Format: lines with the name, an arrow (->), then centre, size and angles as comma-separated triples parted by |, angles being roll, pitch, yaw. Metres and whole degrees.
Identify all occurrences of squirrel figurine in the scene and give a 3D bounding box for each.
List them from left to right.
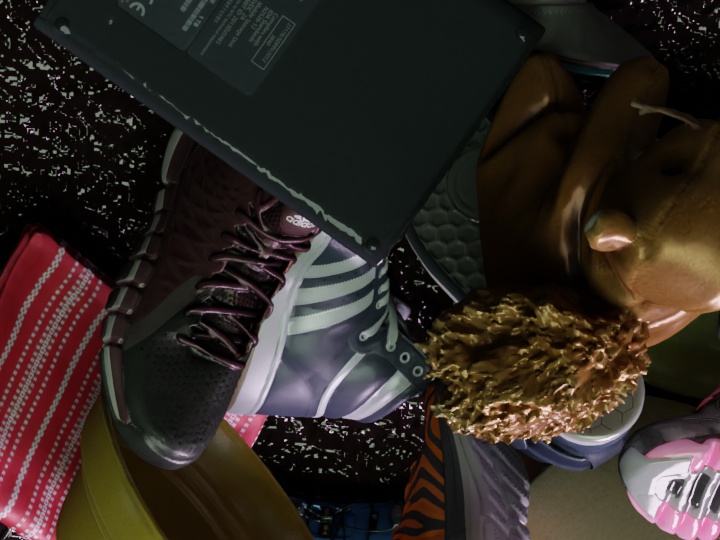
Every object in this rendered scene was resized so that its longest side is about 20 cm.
squirrel figurine -> 0.118, 0.004, 1.269 | 0.141, 0.187, 0.200 | 33, 90, -15

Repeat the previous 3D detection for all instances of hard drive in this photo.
hard drive -> -0.033, -0.114, 1.314 | 0.200, 0.033, 0.140 | 35, 91, -4

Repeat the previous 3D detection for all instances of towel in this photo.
towel -> -0.140, 0.083, 1.487 | 0.022, 0.145, 0.200 | 6, 154, 49

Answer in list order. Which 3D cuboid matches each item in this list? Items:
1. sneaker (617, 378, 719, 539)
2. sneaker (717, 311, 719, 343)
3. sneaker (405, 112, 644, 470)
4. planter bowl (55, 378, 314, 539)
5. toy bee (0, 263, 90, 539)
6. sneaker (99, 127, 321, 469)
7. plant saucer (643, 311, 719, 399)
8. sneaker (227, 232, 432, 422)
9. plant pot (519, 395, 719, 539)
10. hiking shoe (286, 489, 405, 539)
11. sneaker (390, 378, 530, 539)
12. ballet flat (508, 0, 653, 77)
sneaker -> 0.206, 0.080, 1.460 | 0.200, 0.095, 0.079 | -4, 141, -35
sneaker -> 0.284, 0.029, 1.446 | 0.200, 0.085, 0.078 | 18, 120, -3
sneaker -> 0.079, 0.013, 1.451 | 0.077, 0.202, 0.146 | -27, 166, -1
planter bowl -> -0.097, 0.149, 1.436 | 0.083, 0.200, 0.200 | -37, 123, 14
toy bee -> -0.164, 0.094, 1.533 | 0.131, 0.109, 0.200 | -42, 144, -22
sneaker -> -0.059, -0.005, 1.370 | 0.076, 0.200, 0.115 | 26, 153, -36
plant saucer -> 0.208, -0.011, 1.489 | 0.200, 0.031, 0.200 | 0, 131, 0
sneaker -> 0.000, 0.000, 1.476 | 0.108, 0.070, 0.200 | 12, 124, -21
plant pot -> 0.146, 0.145, 1.539 | 0.134, 0.200, 0.200 | 46, 120, -7
hiking shoe -> -0.041, 0.160, 1.612 | 0.200, 0.074, 0.087 | -14, 131, 12
sneaker -> 0.028, 0.135, 1.458 | 0.112, 0.200, 0.078 | -29, 121, 18
ballet flat -> 0.050, -0.134, 1.363 | 0.200, 0.067, 0.064 | 6, 101, -8
